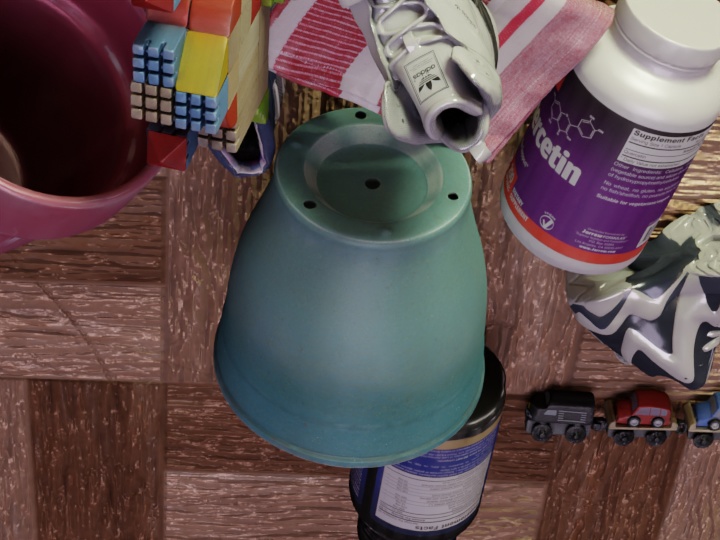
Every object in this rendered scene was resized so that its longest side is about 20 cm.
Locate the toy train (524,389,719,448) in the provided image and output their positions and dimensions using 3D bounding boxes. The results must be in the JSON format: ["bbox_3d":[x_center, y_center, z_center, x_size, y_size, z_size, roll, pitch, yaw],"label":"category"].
[{"bbox_3d":[0.233,0.118,1.606,0.198,0.034,0.046,3,122,-3],"label":"toy train"}]

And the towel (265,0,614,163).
[{"bbox_3d":[0.043,-0.151,1.245,0.199,0.023,0.144,20,131,-26],"label":"towel"}]

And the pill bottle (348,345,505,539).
[{"bbox_3d":[0.049,0.149,1.572,0.111,0.112,0.201,4,135,-6],"label":"pill bottle"}]

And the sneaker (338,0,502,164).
[{"bbox_3d":[0.028,-0.152,1.147,0.075,0.116,0.200,-25,131,17],"label":"sneaker"}]

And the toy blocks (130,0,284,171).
[{"bbox_3d":[-0.094,-0.138,1.153,0.099,0.137,0.201,11,130,8],"label":"toy blocks"}]

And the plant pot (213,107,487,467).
[{"bbox_3d":[0.000,0.000,1.357,0.198,0.201,0.189,3,136,-5],"label":"plant pot"}]

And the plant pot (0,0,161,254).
[{"bbox_3d":[-0.244,-0.095,1.281,0.199,0.201,0.179,25,144,-24],"label":"plant pot"}]

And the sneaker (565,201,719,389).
[{"bbox_3d":[0.266,0.026,1.482,0.198,0.080,0.130,-20,133,17],"label":"sneaker"}]

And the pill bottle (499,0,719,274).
[{"bbox_3d":[0.176,-0.100,1.331,0.111,0.113,0.201,11,133,-13],"label":"pill bottle"}]

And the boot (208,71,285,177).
[{"bbox_3d":[-0.093,-0.158,1.279,0.072,0.091,0.201,-14,134,12],"label":"boot"}]
